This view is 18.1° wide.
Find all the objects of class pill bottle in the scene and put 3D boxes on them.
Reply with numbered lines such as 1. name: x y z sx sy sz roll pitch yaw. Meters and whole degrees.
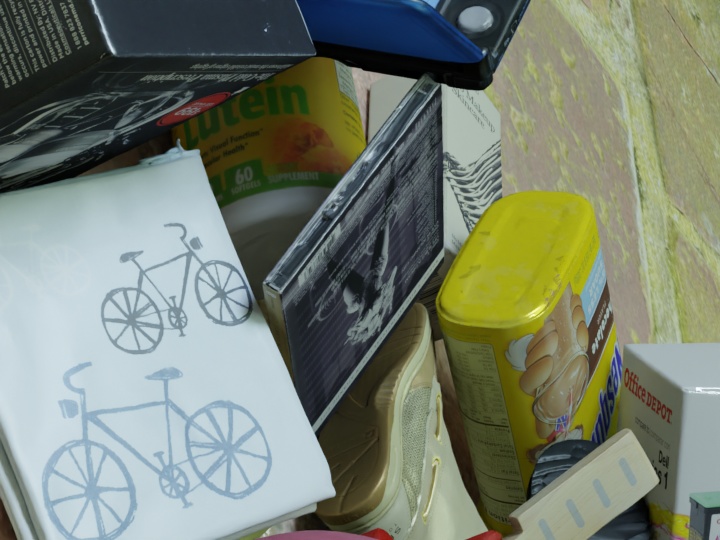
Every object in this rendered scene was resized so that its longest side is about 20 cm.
1. pill bottle: -0.057 -0.095 1.311 0.111 0.111 0.201 30 42 -52

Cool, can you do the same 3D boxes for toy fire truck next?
1. toy fire truck: 0.080 0.190 1.219 0.176 0.199 0.129 51 28 -28

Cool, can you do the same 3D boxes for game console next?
1. game console: -0.019 -0.171 1.203 0.119 0.199 0.171 76 33 -48

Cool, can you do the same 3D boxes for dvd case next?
1. dvd case: 0.000 0.000 1.240 0.149 0.016 0.200 -53 161 -21

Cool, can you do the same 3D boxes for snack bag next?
1. snack bag: -0.115 0.044 1.088 0.188 0.021 0.201 -16 81 -45

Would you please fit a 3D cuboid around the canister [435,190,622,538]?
1. canister: 0.115 0.069 1.442 0.149 0.086 0.201 -59 144 -44

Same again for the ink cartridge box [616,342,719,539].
1. ink cartridge box: 0.208 0.154 1.384 0.145 0.083 0.202 -132 -135 -78

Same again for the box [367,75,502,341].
1. box: 0.051 -0.053 1.547 0.082 0.068 0.201 47 31 -36

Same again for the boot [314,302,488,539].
1. boot: 0.039 0.128 1.352 0.156 0.072 0.201 55 23 -27

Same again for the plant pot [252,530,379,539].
1. plant pot: -0.012 0.210 1.050 0.201 0.199 0.179 65 9 -1

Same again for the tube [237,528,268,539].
1. tube: -0.092 0.134 1.111 0.200 0.058 0.052 -32 138 -59

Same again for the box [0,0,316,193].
1. box: -0.151 -0.108 1.048 0.200 0.181 0.105 -12 79 -65

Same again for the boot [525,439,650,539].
1. boot: 0.132 0.225 1.363 0.163 0.073 0.199 101 -17 -45
